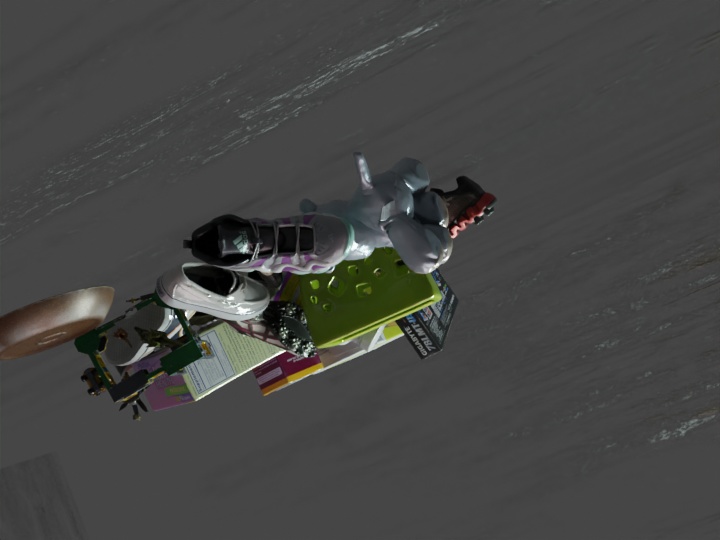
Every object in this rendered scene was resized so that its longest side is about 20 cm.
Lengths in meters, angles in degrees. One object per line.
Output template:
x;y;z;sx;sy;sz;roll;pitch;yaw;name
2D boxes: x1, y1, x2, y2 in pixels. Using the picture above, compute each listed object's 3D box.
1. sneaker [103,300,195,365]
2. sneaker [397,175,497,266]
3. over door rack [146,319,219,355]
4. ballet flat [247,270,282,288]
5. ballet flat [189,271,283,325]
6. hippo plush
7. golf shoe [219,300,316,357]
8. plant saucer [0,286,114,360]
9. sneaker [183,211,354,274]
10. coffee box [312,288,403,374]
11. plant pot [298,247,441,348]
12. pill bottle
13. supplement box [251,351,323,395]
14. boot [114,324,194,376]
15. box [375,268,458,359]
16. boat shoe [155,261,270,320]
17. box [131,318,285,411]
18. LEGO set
-0.338;0.096;1.478;0.200;0.079;0.079;-31;165;39;sneaker
0.127;-0.081;1.531;0.200;0.098;0.071;-41;177;9;sneaker
-0.344;0.140;1.860;0.147;0.067;0.200;-24;173;9;over door rack
-0.151;0.000;1.412;0.057;0.067;0.200;-12;171;-5;ballet flat
-0.220;0.043;1.536;0.199;0.068;0.062;-26;161;18;ballet flat
0.012;-0.047;1.187;0.160;0.160;0.200;-27;173;28;hippo plush
-0.155;0.083;1.512;0.200;0.077;0.088;36;144;-29;golf shoe
-0.419;0.076;1.225;0.200;0.037;0.200;-24;174;-3;plant saucer
-0.118;-0.032;1.094;0.199;0.078;0.140;-8;175;24;sneaker
-0.008;0.056;1.761;0.197;0.200;0.200;-18;171;-45;coffee box
0.000;0.000;1.425;0.198;0.182;0.200;-24;173;5;plant pot
-0.055;0.060;1.578;0.105;0.199;0.104;-59;171;-15;pill bottle
-0.163;0.115;1.697;0.085;0.201;0.110;-19;173;-37;supplement box
-0.363;0.109;1.676;0.199;0.069;0.188;-28;169;-24;boot
0.092;0.027;1.634;0.050;0.199;0.200;-30;-166;26;box
-0.198;0.022;1.328;0.066;0.072;0.200;-34;148;33;boat shoe
-0.264;0.150;1.597;0.200;0.097;0.176;-27;-177;-38;box
-0.311;0.111;1.359;0.200;0.154;0.116;-38;175;-2;LEGO set
